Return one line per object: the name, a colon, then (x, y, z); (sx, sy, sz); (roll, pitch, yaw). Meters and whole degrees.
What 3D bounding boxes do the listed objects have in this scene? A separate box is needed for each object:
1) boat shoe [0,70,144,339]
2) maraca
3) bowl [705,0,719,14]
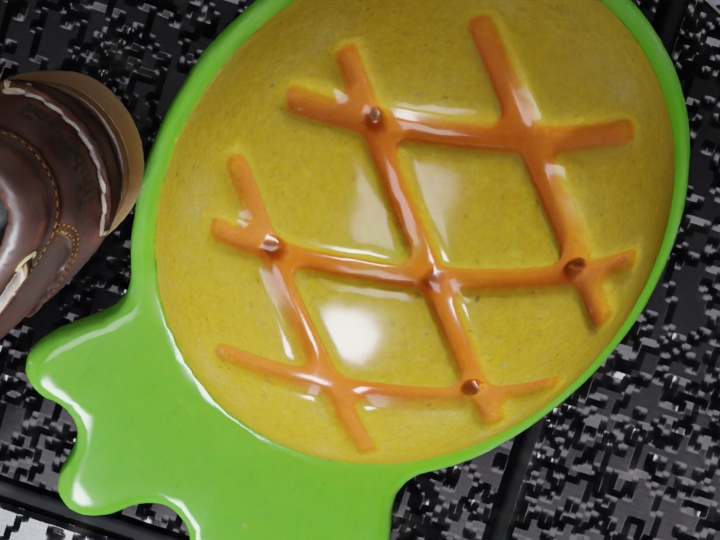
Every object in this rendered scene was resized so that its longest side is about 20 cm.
boat shoe: (-0.144, 0.016, 0.746); (0.200, 0.070, 0.070); (-38, 96, 27)
maraca: (0.000, 0.000, 0.762); (0.137, 0.107, 0.200); (36, 104, -13)
bowl: (0.157, -0.135, 0.727); (0.200, 0.094, 0.201); (1, 102, 6)
